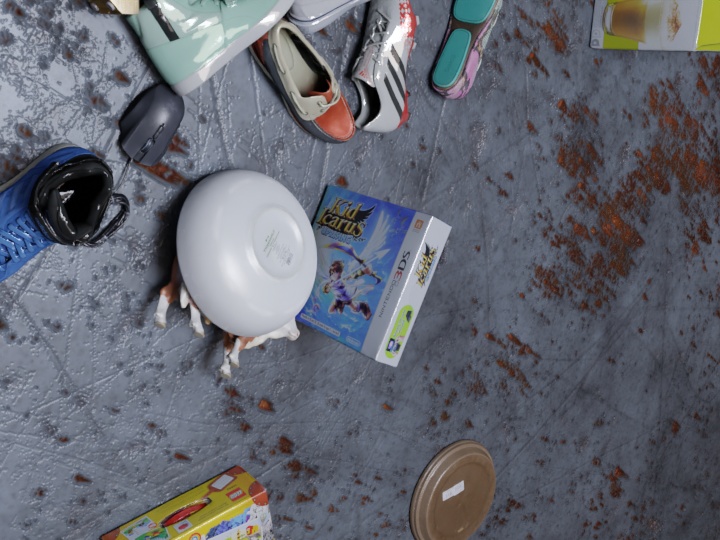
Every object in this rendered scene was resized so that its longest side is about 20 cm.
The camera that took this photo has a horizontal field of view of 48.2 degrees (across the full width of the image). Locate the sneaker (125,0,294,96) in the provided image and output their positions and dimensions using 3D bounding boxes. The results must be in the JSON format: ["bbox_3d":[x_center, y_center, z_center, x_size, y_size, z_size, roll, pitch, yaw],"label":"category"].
[{"bbox_3d":[-0.156,-0.297,0.865,0.200,0.074,0.119,-44,119,-10],"label":"sneaker"}]

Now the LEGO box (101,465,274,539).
[{"bbox_3d":[-0.212,0.370,1.035,0.198,0.077,0.151,-22,117,-33],"label":"LEGO box"}]

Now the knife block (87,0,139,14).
[{"bbox_3d":[-0.248,-0.379,0.784,0.176,0.064,0.200,-52,129,-14],"label":"knife block"}]

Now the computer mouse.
[{"bbox_3d":[-0.251,-0.114,0.884,0.058,0.034,0.202,29,84,-42],"label":"computer mouse"}]

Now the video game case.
[{"bbox_3d":[0.000,0.000,1.015,0.045,0.199,0.184,24,88,-45],"label":"video game case"}]

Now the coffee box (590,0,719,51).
[{"bbox_3d":[0.522,-0.460,1.310,0.198,0.197,0.203,-10,110,-37],"label":"coffee box"}]

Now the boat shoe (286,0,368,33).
[{"bbox_3d":[-0.007,-0.364,0.970,0.200,0.073,0.067,-46,162,-19],"label":"boat shoe"}]

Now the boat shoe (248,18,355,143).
[{"bbox_3d":[-0.061,-0.228,0.988,0.072,0.062,0.200,-54,131,-16],"label":"boat shoe"}]

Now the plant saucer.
[{"bbox_3d":[0.166,0.391,1.388,0.198,0.029,0.203,-13,111,-35],"label":"plant saucer"}]

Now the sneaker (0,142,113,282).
[{"bbox_3d":[-0.327,-0.043,0.790,0.200,0.111,0.077,-46,127,-19],"label":"sneaker"}]

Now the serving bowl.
[{"bbox_3d":[-0.117,-0.026,0.950,0.199,0.065,0.203,15,70,-47],"label":"serving bowl"}]

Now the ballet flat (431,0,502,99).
[{"bbox_3d":[0.159,-0.339,1.142,0.071,0.069,0.203,11,101,-59],"label":"ballet flat"}]

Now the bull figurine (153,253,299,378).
[{"bbox_3d":[-0.160,0.052,0.980,0.200,0.065,0.123,42,49,-33],"label":"bull figurine"}]

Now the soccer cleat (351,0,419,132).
[{"bbox_3d":[0.026,-0.278,1.042,0.084,0.068,0.203,-18,119,-39],"label":"soccer cleat"}]
